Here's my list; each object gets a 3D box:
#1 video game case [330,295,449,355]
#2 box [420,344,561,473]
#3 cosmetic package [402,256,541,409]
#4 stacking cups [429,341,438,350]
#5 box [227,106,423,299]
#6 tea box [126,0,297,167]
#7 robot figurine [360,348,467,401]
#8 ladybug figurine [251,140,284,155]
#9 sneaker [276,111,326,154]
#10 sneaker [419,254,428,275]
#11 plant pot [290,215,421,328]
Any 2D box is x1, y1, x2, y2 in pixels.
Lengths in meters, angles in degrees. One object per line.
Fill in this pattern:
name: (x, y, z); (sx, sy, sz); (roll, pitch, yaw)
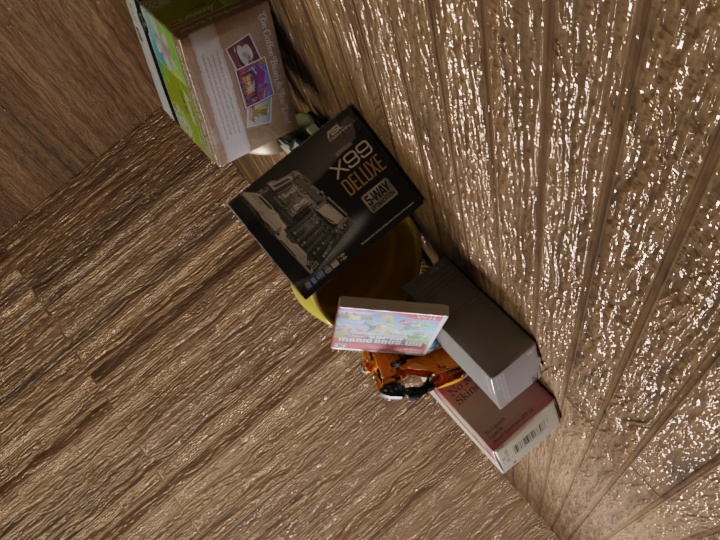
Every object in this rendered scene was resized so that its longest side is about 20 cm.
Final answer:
video game case: (0.035, 0.079, 1.208); (0.200, 0.142, 0.018); (103, 171, -69)
box: (0.203, 0.197, 1.401); (0.200, 0.128, 0.109); (46, 172, 34)
cosmetic package: (0.159, 0.086, 1.242); (0.200, 0.090, 0.107); (50, 172, 37)
stacking cups: (0.104, 0.099, 1.448); (0.200, 0.061, 0.061); (15, -158, -44)
box: (-0.045, -0.087, 1.130); (0.158, 0.200, 0.050); (52, 178, -11)
tea box: (-0.202, -0.287, 1.194); (0.197, 0.133, 0.200); (43, 156, 41)
robot figurine: (0.093, 0.126, 1.338); (0.058, 0.199, 0.145); (100, 151, -58)
ladybug figurine: (-0.201, -0.275, 1.505); (0.199, 0.136, 0.072); (25, 145, 1)
sneaker: (-0.082, -0.193, 1.361); (0.130, 0.079, 0.199); (54, 174, -21)
sneaker: (0.066, 0.000, 1.479); (0.200, 0.075, 0.090); (105, 155, -64)
plant pot: (-0.040, -0.032, 1.325); (0.189, 0.201, 0.201); (28, 160, 50)
